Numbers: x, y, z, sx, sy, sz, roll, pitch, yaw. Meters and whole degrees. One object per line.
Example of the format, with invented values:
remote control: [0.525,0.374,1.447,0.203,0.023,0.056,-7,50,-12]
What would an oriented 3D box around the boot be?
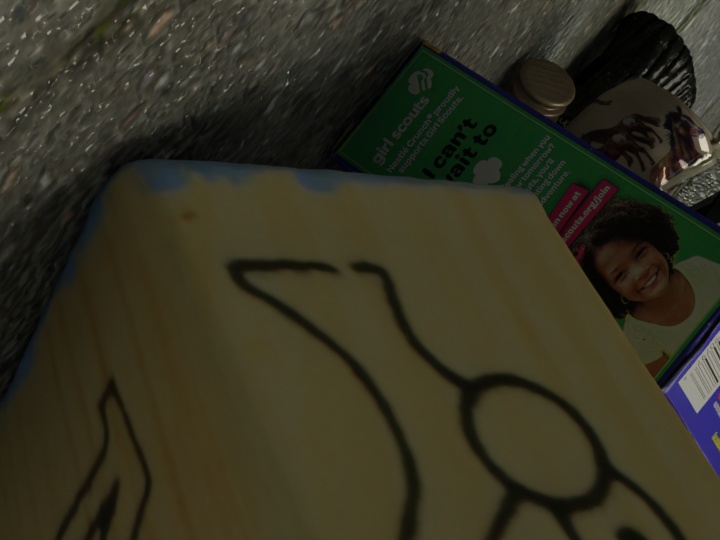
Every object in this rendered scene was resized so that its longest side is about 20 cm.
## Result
boot: [0.173,-0.089,1.086,0.158,0.079,0.211,-46,168,-16]

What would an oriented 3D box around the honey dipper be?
honey dipper: [0.076,-0.058,0.931,0.038,0.038,0.200,-40,169,-42]

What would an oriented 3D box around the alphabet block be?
alphabet block: [-0.007,0.100,0.513,0.195,0.200,0.197,1,136,-34]

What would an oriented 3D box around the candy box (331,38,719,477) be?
candy box: [0.102,0.003,0.670,0.077,0.200,0.169,-51,147,-5]

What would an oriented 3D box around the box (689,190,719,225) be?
box: [0.183,0.080,0.840,0.200,0.149,0.124,-48,-173,-32]

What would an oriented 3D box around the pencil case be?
pencil case: [0.133,-0.035,0.887,0.200,0.089,0.078,-42,154,-6]
